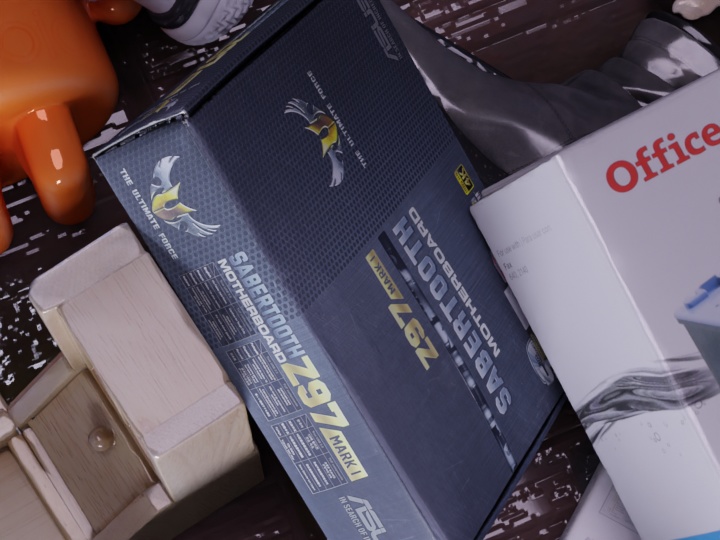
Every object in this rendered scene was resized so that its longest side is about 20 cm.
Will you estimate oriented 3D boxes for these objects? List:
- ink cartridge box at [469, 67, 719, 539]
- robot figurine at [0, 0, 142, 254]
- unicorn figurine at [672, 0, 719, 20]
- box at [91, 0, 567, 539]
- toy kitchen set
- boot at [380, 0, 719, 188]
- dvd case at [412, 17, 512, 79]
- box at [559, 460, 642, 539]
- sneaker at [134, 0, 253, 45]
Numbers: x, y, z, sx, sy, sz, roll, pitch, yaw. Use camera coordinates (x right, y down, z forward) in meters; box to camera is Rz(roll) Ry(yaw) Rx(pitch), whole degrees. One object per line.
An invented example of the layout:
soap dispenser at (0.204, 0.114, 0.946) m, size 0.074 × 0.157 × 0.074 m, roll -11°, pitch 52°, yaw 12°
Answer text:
ink cartridge box at (0.159, 0.023, 0.840) m, size 0.146 × 0.086 × 0.201 m, roll -27°, pitch 90°, yaw -23°
robot figurine at (-0.174, -0.109, 0.902) m, size 0.144 × 0.116 × 0.201 m, roll -32°, pitch 76°, yaw 30°
unicorn figurine at (0.189, -0.197, 0.977) m, size 0.137 × 0.074 × 0.201 m, roll -10°, pitch 90°, yaw -16°
box at (0.000, 0.000, 0.817) m, size 0.200 × 0.051 × 0.158 m, roll 59°, pitch 35°, yaw -12°
toy kitchen set at (-0.166, 0.055, 0.824) m, size 0.200 × 0.180 × 0.163 m, roll -33°, pitch 78°, yaw -9°
boot at (0.088, -0.071, 0.921) m, size 0.132 × 0.070 × 0.200 m, roll -43°, pitch 93°, yaw -16°
dvd case at (0.028, -0.029, 0.943) m, size 0.200 × 0.018 × 0.143 m, roll 32°, pitch 76°, yaw 5°
box at (0.156, 0.131, 0.900) m, size 0.144 × 0.036 × 0.200 m, roll 29°, pitch 77°, yaw 4°
sneaker at (-0.077, -0.199, 0.847) m, size 0.115 × 0.075 × 0.201 m, roll 25°, pitch 68°, yaw -32°
